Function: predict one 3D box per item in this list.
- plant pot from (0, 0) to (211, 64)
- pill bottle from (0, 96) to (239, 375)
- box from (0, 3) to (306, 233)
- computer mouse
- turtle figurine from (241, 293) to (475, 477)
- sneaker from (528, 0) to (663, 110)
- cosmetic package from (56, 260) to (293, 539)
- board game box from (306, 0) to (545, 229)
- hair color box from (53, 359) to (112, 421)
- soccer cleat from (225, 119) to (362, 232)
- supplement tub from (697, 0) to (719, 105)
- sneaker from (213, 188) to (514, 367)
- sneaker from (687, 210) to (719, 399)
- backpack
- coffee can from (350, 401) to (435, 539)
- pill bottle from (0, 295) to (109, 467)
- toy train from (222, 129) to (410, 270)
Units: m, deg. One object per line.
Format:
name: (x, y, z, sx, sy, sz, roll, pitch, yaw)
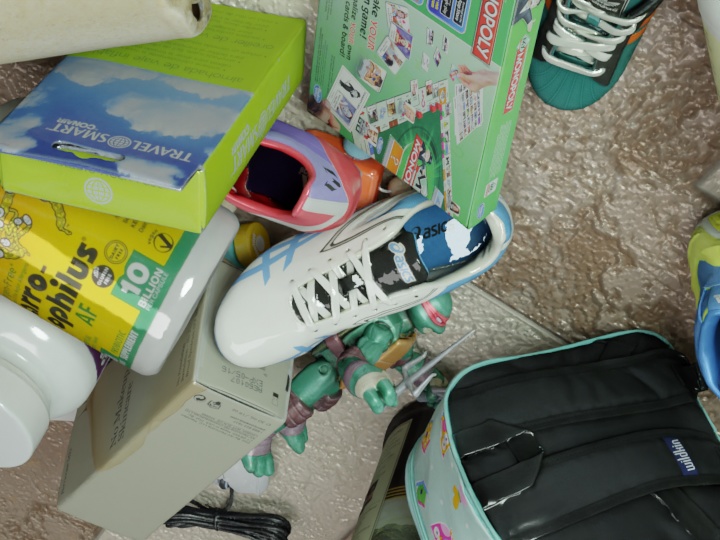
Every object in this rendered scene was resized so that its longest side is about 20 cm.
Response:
plant pot: (-0.174, -0.192, 0.816, 0.181, 0.202, 0.202, 1, 133, 7)
pill bottle: (-0.182, -0.032, 0.914, 0.199, 0.113, 0.113, 30, 136, -4)
box: (-0.116, -0.090, 0.860, 0.120, 0.201, 0.048, 11, 127, 12)
computer mouse: (-0.107, 0.152, 1.205, 0.108, 0.044, 0.202, 15, 136, 11)
turtle figurine: (0.008, 0.066, 1.039, 0.199, 0.102, 0.149, -32, 160, 25)
sneaker: (0.123, -0.151, 0.789, 0.071, 0.080, 0.201, 19, 136, 4)
cosmetic package: (-0.125, 0.091, 1.038, 0.073, 0.104, 0.200, 26, 136, -24)
board game box: (0.034, -0.135, 0.841, 0.134, 0.029, 0.201, 37, 142, 24)
hair color box: (-0.278, 0.054, 1.170, 0.197, 0.065, 0.110, -1, 131, 21)
soccer cleat: (-0.090, -0.077, 0.926, 0.198, 0.076, 0.067, 25, 101, 21)
supplement tub: (0.242, -0.106, 0.737, 0.143, 0.146, 0.201, -3, 131, 25)
sneaker: (0.000, 0.000, 0.933, 0.198, 0.072, 0.073, -26, 94, -3)
sneaker: (0.241, 0.065, 0.930, 0.075, 0.106, 0.201, -13, 125, 32)
backpack: (0.126, 0.141, 0.959, 0.198, 0.177, 0.154, -3, 146, -33)
coffee can: (0.060, 0.211, 1.078, 0.144, 0.201, 0.147, 12, 136, 11)
pill bottle: (-0.209, 0.025, 1.008, 0.111, 0.201, 0.113, 14, 140, 12)
toy train: (-0.059, -0.023, 1.009, 0.149, 0.056, 0.201, 22, 136, 2)
